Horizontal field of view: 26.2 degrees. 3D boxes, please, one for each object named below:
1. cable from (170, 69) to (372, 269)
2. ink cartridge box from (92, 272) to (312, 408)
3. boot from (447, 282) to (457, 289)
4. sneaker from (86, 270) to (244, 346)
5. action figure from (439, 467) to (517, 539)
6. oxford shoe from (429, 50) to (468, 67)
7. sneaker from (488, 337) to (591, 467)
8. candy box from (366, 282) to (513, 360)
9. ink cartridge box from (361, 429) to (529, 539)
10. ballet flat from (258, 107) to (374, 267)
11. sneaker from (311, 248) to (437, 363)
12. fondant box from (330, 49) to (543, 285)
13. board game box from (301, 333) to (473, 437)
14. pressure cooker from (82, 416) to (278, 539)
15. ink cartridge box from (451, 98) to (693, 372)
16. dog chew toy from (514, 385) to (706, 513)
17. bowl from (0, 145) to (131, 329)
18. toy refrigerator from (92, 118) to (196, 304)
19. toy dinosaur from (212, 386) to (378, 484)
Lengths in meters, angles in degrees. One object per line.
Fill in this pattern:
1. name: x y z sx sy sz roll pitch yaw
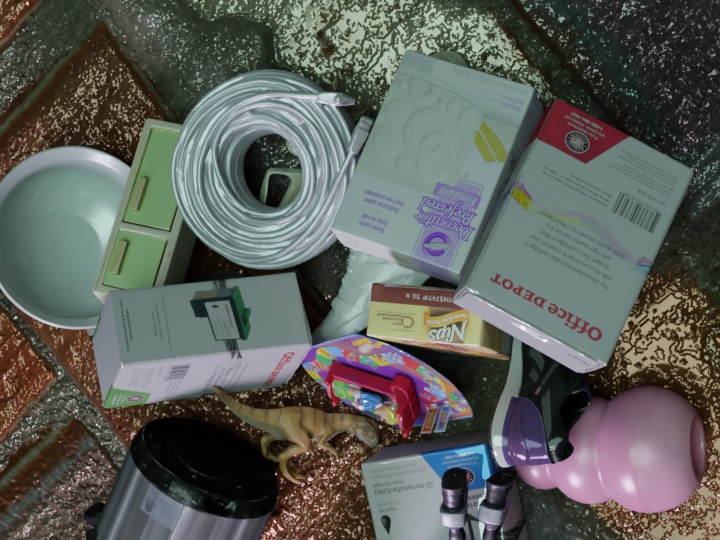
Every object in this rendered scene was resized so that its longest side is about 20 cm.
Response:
1. cable: -0.093 -0.104 1.582 0.198 0.069 0.202 19 102 12
2. ink cartridge box: -0.165 0.073 1.589 0.198 0.146 0.085 -6 71 -20
3. boot: 0.170 -0.034 1.523 0.198 0.132 0.070 -25 90 6
4. sneaker: -0.200 0.073 1.717 0.198 0.075 0.107 -19 101 21
5. action figure: 0.113 0.302 1.549 0.128 0.069 0.203 7 102 8
6. oxford shoe: 0.074 -0.128 1.592 0.074 0.058 0.203 3 76 19
7. sneaker: 0.194 0.109 1.536 0.087 0.076 0.202 -3 52 27
8. candy box: 0.089 0.053 1.540 0.114 0.200 0.056 6 85 17
9. ink cartridge box: 0.097 0.281 1.628 0.144 0.084 0.203 -12 92 19
10. ballet flat: -0.062 -0.096 1.640 0.075 0.068 0.201 27 107 -11
11. sneaker: 0.000 0.000 1.638 0.199 0.074 0.116 -39 82 9
12. fondant box: 0.077 -0.101 1.521 0.143 0.058 0.202 19 80 21
13. board game box: 0.015 0.131 1.585 0.157 0.039 0.199 36 152 -21
14. pressure cooker: -0.200 0.282 1.674 0.176 0.177 0.202 46 118 52
15. ink cartridge box: 0.191 -0.030 1.406 0.146 0.086 0.202 28 80 -1
16. dog chew toy: 0.243 0.180 1.554 0.198 0.124 0.126 -4 96 27
17. bowl: -0.322 -0.030 1.706 0.199 0.090 0.204 4 79 -23
18. toy refrigerator: -0.217 -0.055 1.654 0.075 0.070 0.202 12 74 11
19. toy dinosaur: -0.081 0.168 1.673 0.198 0.061 0.107 9 117 -18
